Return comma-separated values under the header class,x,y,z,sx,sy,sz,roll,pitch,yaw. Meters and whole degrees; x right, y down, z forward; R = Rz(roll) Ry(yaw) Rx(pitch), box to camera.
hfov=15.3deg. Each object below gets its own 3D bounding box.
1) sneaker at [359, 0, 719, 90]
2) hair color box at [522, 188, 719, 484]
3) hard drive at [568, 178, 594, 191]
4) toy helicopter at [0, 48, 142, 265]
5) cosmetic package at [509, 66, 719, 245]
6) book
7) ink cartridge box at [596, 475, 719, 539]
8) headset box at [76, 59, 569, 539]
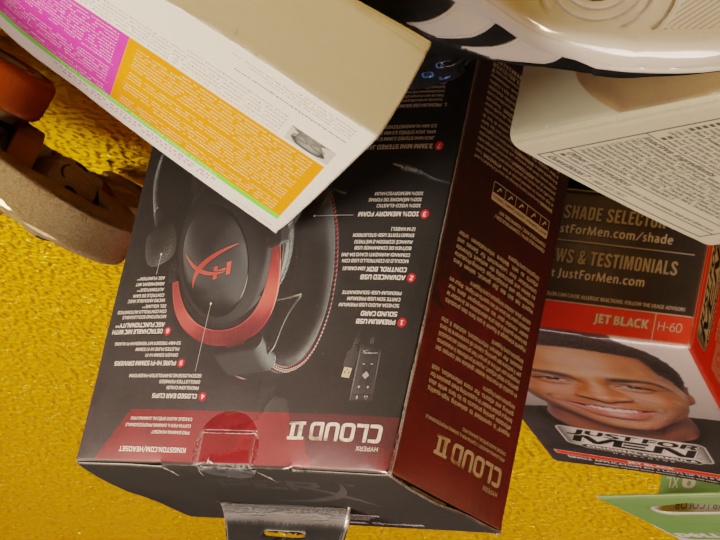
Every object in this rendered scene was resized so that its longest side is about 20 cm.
class,x,y,z,sx,sy,sz,roll,pitch,yaw
sneaker,0.049,-0.093,0.847,0.200,0.073,0.112,15,169,21
hair color box,0.108,0.030,1.091,0.101,0.061,0.200,7,162,20
hard drive,0.134,0.011,1.175,0.139,0.033,0.200,10,163,7
toy helicopter,-0.110,-0.027,1.137,0.132,0.079,0.200,31,-176,13
cosmetic package,0.153,-0.066,0.839,0.105,0.071,0.200,25,159,-35
book,-0.059,-0.075,0.845,0.133,0.048,0.200,31,172,-5
ink cartridge box,0.226,0.123,1.426,0.104,0.059,0.200,-4,157,42
headset box,-0.012,0.009,0.981,0.148,0.200,0.075,-2,158,37
